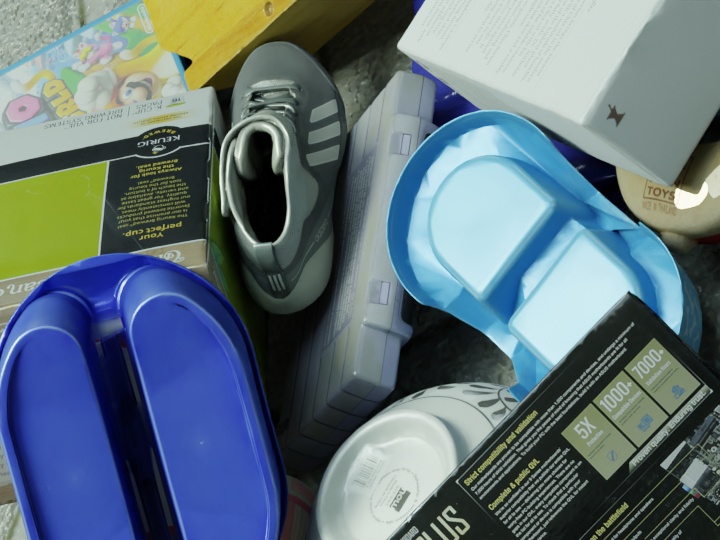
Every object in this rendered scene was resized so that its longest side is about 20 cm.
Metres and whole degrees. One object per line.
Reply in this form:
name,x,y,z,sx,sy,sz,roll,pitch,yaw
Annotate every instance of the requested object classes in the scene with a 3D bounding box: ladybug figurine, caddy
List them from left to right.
caddy,-0.114,0.092,1.384,0.140,0.201,0.105,-15,6,-4
ladybug figurine,0.210,-0.093,1.408,0.135,0.072,0.201,17,73,46

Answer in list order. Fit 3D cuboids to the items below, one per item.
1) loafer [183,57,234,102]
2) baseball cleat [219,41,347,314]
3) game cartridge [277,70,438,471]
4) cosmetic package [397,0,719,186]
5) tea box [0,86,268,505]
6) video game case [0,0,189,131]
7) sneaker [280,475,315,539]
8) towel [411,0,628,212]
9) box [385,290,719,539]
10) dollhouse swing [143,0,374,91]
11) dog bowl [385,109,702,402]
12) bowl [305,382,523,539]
loafer,-0.075,-0.187,1.719,0.200,0.070,0.075,-48,42,3
baseball cleat,-0.044,-0.075,1.514,0.069,0.107,0.201,-11,50,4
game cartridge,0.000,0.000,1.507,0.130,0.038,0.201,-42,34,54
cosmetic package,0.114,-0.124,1.415,0.102,0.071,0.200,-57,31,-1
tea box,-0.163,0.015,1.525,0.199,0.134,0.197,-11,32,7
video game case,-0.196,-0.078,1.683,0.199,0.018,0.144,-27,55,5
sneaker,-0.113,0.191,1.480,0.199,0.075,0.105,-22,44,22
towel,0.098,-0.101,1.532,0.147,0.050,0.201,-19,52,26
box,0.118,0.139,1.257,0.164,0.086,0.200,44,95,11
dollhouse swing,-0.029,-0.238,1.659,0.182,0.175,0.201,-37,68,44
dog bowl,0.099,0.002,1.399,0.112,0.049,0.200,-52,55,10
bowl,0.039,0.131,1.381,0.200,0.094,0.202,-21,49,27
